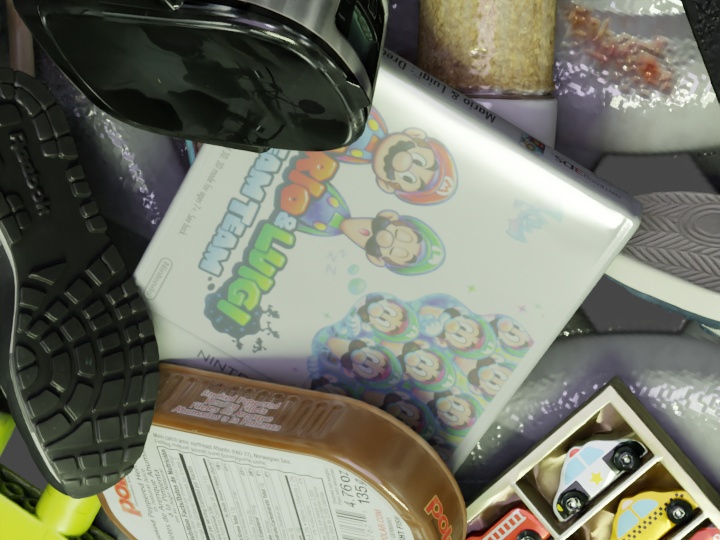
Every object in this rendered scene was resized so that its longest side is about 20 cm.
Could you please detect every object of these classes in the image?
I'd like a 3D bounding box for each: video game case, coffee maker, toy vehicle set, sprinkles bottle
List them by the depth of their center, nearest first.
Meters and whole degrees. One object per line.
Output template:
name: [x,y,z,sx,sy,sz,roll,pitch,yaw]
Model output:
coffee maker: [-0.053,-0.157,0.685,0.191,0.135,0.201,1,61,45]
sprinkles bottle: [0.058,-0.152,0.771,0.068,0.068,0.202,4,98,14]
video game case: [0.000,0.000,0.782,0.181,0.024,0.201,30,123,-4]
toy vehicle set: [0.090,0.163,0.829,0.200,0.027,0.124,-43,86,16]

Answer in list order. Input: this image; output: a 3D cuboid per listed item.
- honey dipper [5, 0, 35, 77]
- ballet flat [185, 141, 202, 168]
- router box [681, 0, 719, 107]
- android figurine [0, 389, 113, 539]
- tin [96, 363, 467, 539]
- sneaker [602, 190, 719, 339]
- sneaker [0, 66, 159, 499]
honey dipper: [-0.169,-0.116,0.855,0.038,0.038,0.202,-2,94,15]
ballet flat: [-0.067,-0.113,0.814,0.070,0.071,0.202,-14,96,16]
router box: [0.212,-0.122,0.719,0.148,0.051,0.202,-22,76,16]
android figurine: [-0.210,0.166,0.901,0.181,0.041,0.201,33,103,8]
tin: [-0.046,0.104,0.813,0.198,0.042,0.113,8,125,28]
sneaker: [0.191,0.030,0.766,0.199,0.075,0.085,21,135,24]
sneaker: [-0.157,0.013,0.808,0.087,0.075,0.202,-30,73,49]
